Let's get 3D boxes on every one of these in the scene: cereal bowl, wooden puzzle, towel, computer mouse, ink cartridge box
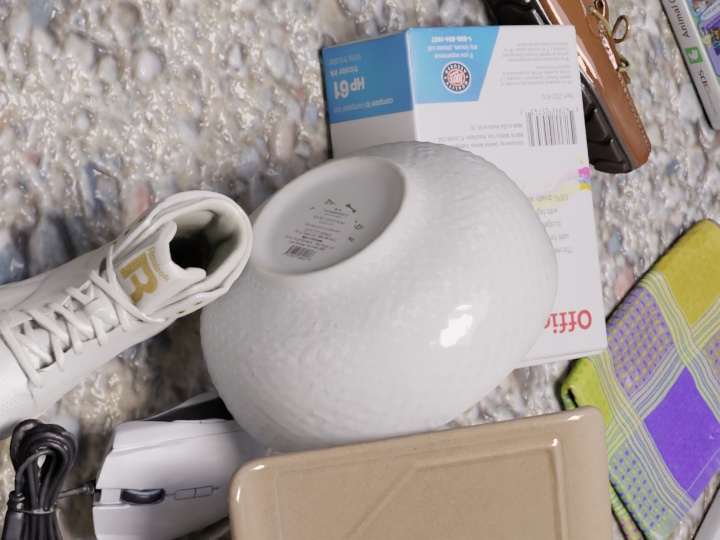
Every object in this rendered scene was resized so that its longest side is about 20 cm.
[{"bbox_3d":[0.000,0.000,1.368,0.200,0.199,0.083,-55,133,-31],"label":"cereal bowl"},{"bbox_3d":[0.036,0.167,1.334,0.199,0.037,0.186,-10,110,-10],"label":"wooden puzzle"},{"bbox_3d":[0.211,0.072,1.704,0.200,0.023,0.144,-43,115,-37],"label":"towel"},{"bbox_3d":[-0.108,0.111,1.364,0.200,0.044,0.110,-17,122,-48],"label":"computer mouse"},{"bbox_3d":[0.063,-0.040,1.535,0.144,0.084,0.201,-5,88,-42],"label":"ink cartridge box"}]

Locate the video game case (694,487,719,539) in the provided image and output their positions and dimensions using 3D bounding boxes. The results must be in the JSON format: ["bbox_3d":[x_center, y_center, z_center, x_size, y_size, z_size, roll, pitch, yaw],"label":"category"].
[{"bbox_3d":[0.273,0.245,1.745,0.182,0.023,0.200,49,57,-28],"label":"video game case"}]

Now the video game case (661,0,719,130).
[{"bbox_3d":[0.270,-0.221,1.787,0.200,0.022,0.183,-38,111,-39],"label":"video game case"}]

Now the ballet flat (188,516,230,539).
[{"bbox_3d":[-0.042,0.161,1.434,0.200,0.068,0.068,-11,87,-44],"label":"ballet flat"}]

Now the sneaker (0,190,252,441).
[{"bbox_3d":[-0.141,0.017,1.311,0.200,0.115,0.074,-34,89,-42],"label":"sneaker"}]

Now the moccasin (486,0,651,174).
[{"bbox_3d":[0.129,-0.152,1.622,0.078,0.074,0.202,-38,102,-29],"label":"moccasin"}]
